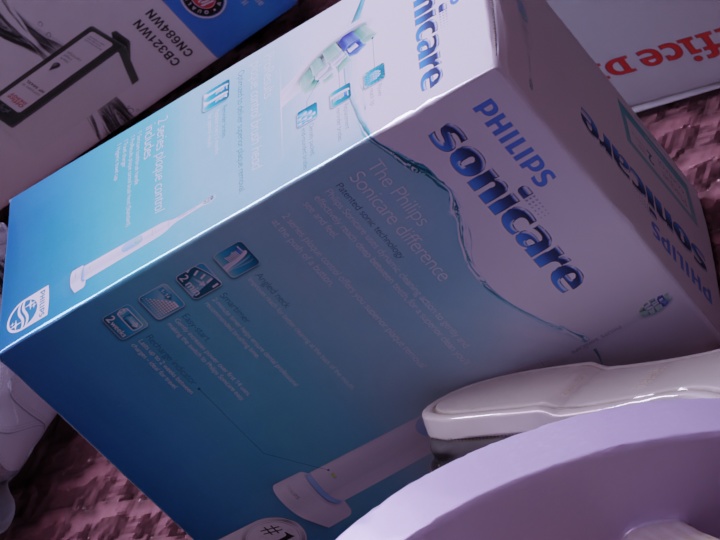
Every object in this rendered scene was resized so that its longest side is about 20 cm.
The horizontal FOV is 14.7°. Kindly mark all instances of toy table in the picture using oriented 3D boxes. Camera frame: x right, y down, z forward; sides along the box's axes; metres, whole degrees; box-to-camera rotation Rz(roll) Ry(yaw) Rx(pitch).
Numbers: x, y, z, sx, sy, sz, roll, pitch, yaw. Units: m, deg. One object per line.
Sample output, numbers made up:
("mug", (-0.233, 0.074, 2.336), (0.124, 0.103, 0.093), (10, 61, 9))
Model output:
("toy table", (0.087, 0.118, 0.706), (0.199, 0.185, 0.117), (-20, 31, -12))

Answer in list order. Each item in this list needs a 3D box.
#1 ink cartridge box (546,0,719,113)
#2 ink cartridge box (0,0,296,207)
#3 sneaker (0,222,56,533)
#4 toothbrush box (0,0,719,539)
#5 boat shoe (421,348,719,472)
("ink cartridge box", (0.069, -0.155, 0.984), (0.145, 0.200, 0.085), (-14, 41, 36))
("ink cartridge box", (-0.151, -0.128, 1.217), (0.200, 0.146, 0.085), (-34, 35, 15))
("sneaker", (-0.194, 0.020, 1.075), (0.075, 0.200, 0.115), (-18, 46, 51))
("toothbrush box", (0.000, 0.000, 0.935), (0.199, 0.146, 0.086), (-29, 36, 22))
("boat shoe", (0.109, 0.057, 0.854), (0.199, 0.057, 0.067), (-7, 15, 37))
